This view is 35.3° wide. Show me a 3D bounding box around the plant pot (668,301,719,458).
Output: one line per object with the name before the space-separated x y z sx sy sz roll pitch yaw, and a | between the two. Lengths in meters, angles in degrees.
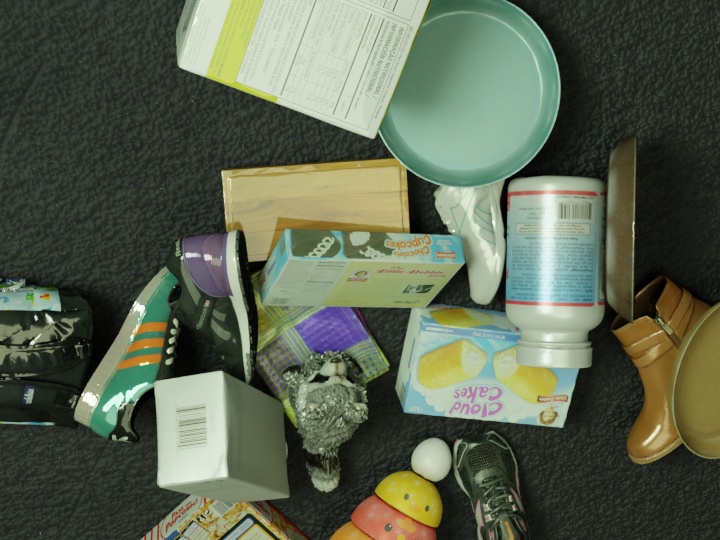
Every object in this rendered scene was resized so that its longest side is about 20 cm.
plant pot | 0.430 0.121 1.329 0.198 0.027 0.203 -10 109 -29

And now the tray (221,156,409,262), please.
tray | -0.047 -0.066 1.223 0.197 0.037 0.100 -5 98 -6

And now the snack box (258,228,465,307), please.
snack box | 0.000 0.000 1.214 0.197 0.038 0.116 2 154 -21

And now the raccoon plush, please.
raccoon plush | -0.024 0.183 1.259 0.096 0.134 0.202 -16 113 -3

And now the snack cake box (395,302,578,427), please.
snack cake box | 0.149 0.110 1.318 0.197 0.067 0.116 7 109 -11

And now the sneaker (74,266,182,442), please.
sneaker | -0.223 0.090 1.215 0.079 0.071 0.202 27 77 5

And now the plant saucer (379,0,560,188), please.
plant saucer | 0.109 -0.187 1.185 0.197 0.027 0.203 0 93 4

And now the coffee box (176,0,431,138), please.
coffee box | -0.051 -0.269 1.065 0.196 0.200 0.202 17 107 -16

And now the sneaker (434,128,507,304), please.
sneaker | 0.120 -0.061 1.250 0.079 0.070 0.203 -3 104 -2

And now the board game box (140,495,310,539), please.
board game box | -0.149 0.355 1.379 0.151 0.046 0.200 -40 112 8

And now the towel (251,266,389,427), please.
towel | -0.068 0.072 1.293 0.143 0.023 0.201 -30 113 3

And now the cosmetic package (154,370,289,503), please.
cosmetic package | -0.144 0.184 1.215 0.080 0.200 0.114 -9 70 11

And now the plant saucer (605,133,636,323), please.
plant saucer | 0.281 -0.045 1.216 0.032 0.200 0.203 2 113 13

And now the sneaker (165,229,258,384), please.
sneaker | -0.158 0.040 1.207 0.086 0.076 0.202 -2 129 2

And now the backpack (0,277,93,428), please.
backpack | -0.398 0.084 1.192 0.198 0.154 0.165 -7 122 -32

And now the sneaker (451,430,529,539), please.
sneaker | 0.173 0.291 1.382 0.079 0.086 0.202 -22 112 -1

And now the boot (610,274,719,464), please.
boot | 0.349 0.117 1.339 0.155 0.077 0.200 38 96 -26

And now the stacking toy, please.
stacking toy | 0.049 0.292 1.360 0.145 0.146 0.202 26 88 -17

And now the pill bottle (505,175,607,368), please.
pill bottle | 0.212 0.002 1.230 0.107 0.109 0.203 2 90 -9
